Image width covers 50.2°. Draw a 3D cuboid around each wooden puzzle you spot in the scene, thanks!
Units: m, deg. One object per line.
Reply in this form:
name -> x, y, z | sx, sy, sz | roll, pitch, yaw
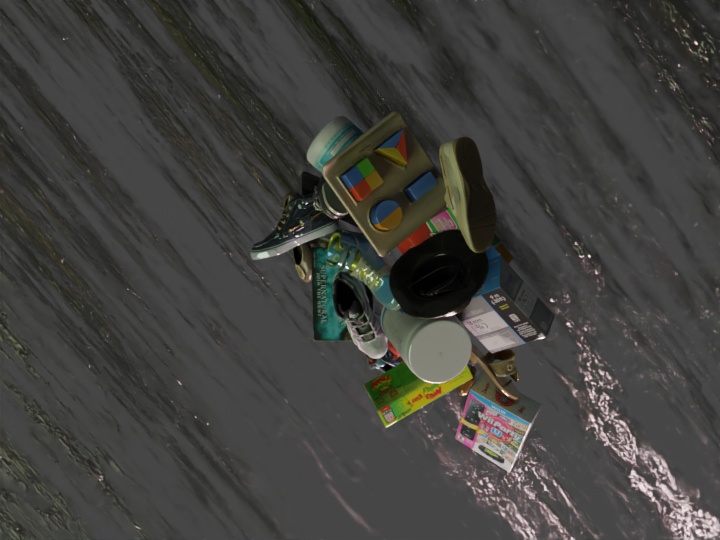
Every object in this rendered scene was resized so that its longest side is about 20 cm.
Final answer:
wooden puzzle -> 0.056, -0.154, 1.363 | 0.201, 0.185, 0.046 | 55, 165, -16

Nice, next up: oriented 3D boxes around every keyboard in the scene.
keyboard -> -0.043, -0.125, 1.617 | 0.199, 0.021, 0.128 | 28, 136, 23

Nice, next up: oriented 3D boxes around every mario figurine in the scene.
mario figurine -> 0.145, 0.205, 1.663 | 0.199, 0.107, 0.124 | 29, 168, 4

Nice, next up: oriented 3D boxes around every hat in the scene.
hat -> 0.152, 0.025, 1.384 | 0.199, 0.202, 0.081 | 6, 145, 39

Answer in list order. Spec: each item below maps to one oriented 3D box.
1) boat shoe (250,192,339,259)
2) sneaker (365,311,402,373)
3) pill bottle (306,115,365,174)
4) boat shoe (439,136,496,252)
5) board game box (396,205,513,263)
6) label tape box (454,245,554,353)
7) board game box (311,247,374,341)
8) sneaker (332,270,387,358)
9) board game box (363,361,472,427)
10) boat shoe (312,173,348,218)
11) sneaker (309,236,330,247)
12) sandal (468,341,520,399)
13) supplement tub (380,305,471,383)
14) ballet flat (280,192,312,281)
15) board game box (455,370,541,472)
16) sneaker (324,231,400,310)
boat shoe -> -0.150, -0.097, 1.608 | 0.071, 0.199, 0.092 | -106, -6, -75
sneaker -> 0.048, 0.179, 1.748 | 0.200, 0.096, 0.079 | 49, 142, -5
pill bottle -> 0.003, -0.187, 1.440 | 0.200, 0.111, 0.111 | 42, 143, 5
boat shoe -> 0.183, -0.130, 1.344 | 0.065, 0.072, 0.202 | -1, 107, 57
board game box -> 0.173, -0.041, 1.473 | 0.153, 0.040, 0.200 | 51, 142, -7
label tape box -> 0.238, 0.053, 1.421 | 0.200, 0.063, 0.144 | 45, 143, -15
board game box -> -0.036, 0.050, 1.641 | 0.134, 0.028, 0.202 | -1, 96, 8
sneaker -> -0.010, 0.097, 1.556 | 0.077, 0.140, 0.201 | -27, 92, 9
board game box -> 0.114, 0.223, 1.544 | 0.048, 0.199, 0.102 | 63, 176, -28
boat shoe -> -0.058, -0.137, 1.481 | 0.072, 0.200, 0.063 | 33, 112, -18
sneaker -> -0.063, -0.001, 1.692 | 0.199, 0.089, 0.077 | 34, 142, 14
sandal -> 0.280, 0.182, 1.554 | 0.211, 0.078, 0.070 | 39, 108, -24
supplement tub -> 0.124, 0.121, 1.505 | 0.133, 0.131, 0.200 | 62, 174, -22
ballet flat -> -0.140, -0.070, 1.673 | 0.067, 0.046, 0.202 | 16, 119, 54
board game box -> 0.297, 0.333, 1.684 | 0.147, 0.064, 0.201 | 28, 139, 20
sneaker -> 0.000, 0.000, 1.509 | 0.080, 0.130, 0.200 | -57, 48, 26
